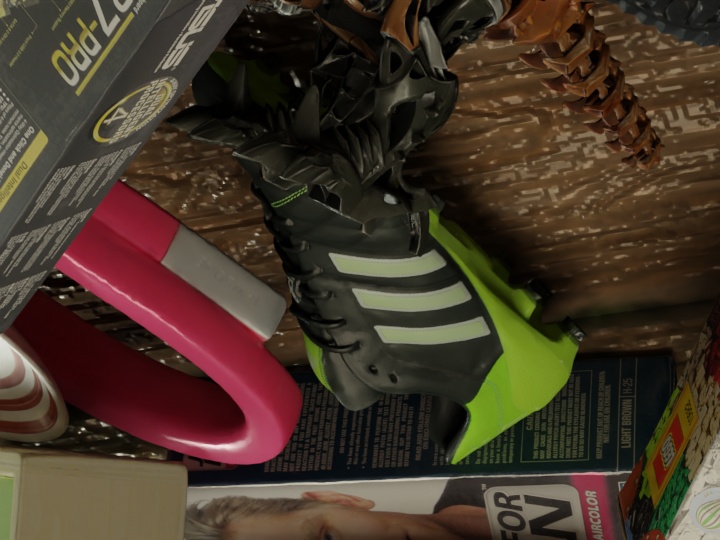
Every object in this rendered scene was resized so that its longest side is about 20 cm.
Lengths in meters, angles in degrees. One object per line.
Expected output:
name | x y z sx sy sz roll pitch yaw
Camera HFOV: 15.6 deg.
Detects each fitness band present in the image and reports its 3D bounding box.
fitness band | -0.107 0.008 0.958 0.200 0.038 0.143 36 154 -22

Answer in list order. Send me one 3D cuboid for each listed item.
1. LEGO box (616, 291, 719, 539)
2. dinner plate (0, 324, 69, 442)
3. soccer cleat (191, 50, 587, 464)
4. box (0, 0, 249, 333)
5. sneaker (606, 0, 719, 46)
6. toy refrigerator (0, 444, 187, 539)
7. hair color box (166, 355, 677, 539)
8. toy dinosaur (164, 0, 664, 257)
LEGO box | 0.209 0.064 0.899 0.199 0.077 0.149 19 111 -8
dinner plate | -0.192 0.004 0.970 0.200 0.024 0.200 24 158 10
soccer cleat | 0.000 0.000 0.941 0.081 0.068 0.200 -44 124 6
box | -0.130 -0.090 0.817 0.161 0.049 0.200 54 134 15
sneaker | 0.056 -0.152 0.791 0.200 0.079 0.066 36 149 -4
toy refrigerator | -0.135 0.104 0.997 0.070 0.076 0.200 5 177 -24
hair color box | 0.030 0.091 1.052 0.199 0.061 0.100 -3 137 12
toy dinosaur | 0.011 -0.084 0.826 0.199 0.136 0.102 29 178 1
